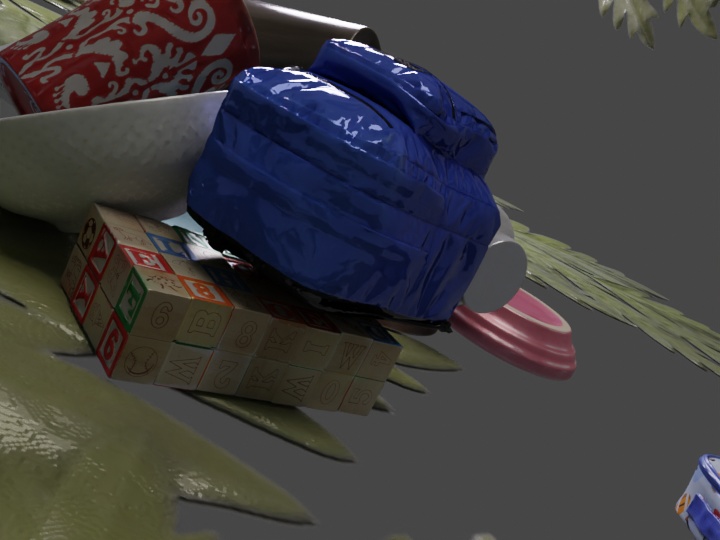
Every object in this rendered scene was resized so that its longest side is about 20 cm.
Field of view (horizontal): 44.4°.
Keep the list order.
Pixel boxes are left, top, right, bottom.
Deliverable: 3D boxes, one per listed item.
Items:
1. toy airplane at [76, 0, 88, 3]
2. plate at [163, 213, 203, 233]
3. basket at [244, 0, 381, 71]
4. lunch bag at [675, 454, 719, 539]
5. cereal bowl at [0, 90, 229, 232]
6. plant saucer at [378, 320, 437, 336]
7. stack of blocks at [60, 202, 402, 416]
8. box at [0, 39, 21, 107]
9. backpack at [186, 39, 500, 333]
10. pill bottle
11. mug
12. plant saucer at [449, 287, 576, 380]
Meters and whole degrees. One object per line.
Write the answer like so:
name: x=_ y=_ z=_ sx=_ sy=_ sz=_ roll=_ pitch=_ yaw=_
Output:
toy airplane: x=-0.587 y=-0.639 z=1.835 sx=0.197 sy=0.143 sz=0.200 roll=29 pitch=14 yaw=5
plate: x=-0.143 y=-0.036 z=0.780 sx=0.198 sy=0.026 sz=0.200 roll=26 pitch=13 yaw=-6
basket: x=-0.085 y=-0.253 z=1.085 sx=0.197 sy=0.138 sz=0.181 roll=15 pitch=40 yaw=24
lunch bag: x=0.338 y=0.226 z=0.679 sx=0.158 sy=0.076 sz=0.200 roll=24 pitch=13 yaw=-8
cereal bowl: x=-0.177 y=-0.077 z=0.635 sx=0.196 sy=0.085 sz=0.200 roll=-6 pitch=13 yaw=1
plant saucer: x=0.000 y=0.000 z=0.914 sx=0.198 sy=0.035 sz=0.200 roll=27 pitch=13 yaw=-7
stack of blocks: x=-0.082 y=0.030 z=0.585 sx=0.198 sy=0.059 sz=0.115 roll=17 pitch=17 yaw=-39
box: x=-0.263 y=-0.185 z=0.902 sx=0.199 sy=0.042 sz=0.155 roll=34 pitch=45 yaw=24
backpack: x=-0.011 y=-0.064 z=0.591 sx=0.161 sy=0.170 sz=0.199 roll=28 pitch=12 yaw=32
pill bottle: x=0.080 y=-0.039 z=0.904 sx=0.111 sy=0.114 sz=0.200 roll=17 pitch=18 yaw=-39
mug: x=-0.216 y=-0.186 z=0.801 sx=0.177 sy=0.199 sz=0.135 roll=7 pitch=-50 yaw=60
plant saucer: x=0.166 y=0.051 z=1.018 sx=0.198 sy=0.051 sz=0.201 roll=27 pitch=13 yaw=-7
